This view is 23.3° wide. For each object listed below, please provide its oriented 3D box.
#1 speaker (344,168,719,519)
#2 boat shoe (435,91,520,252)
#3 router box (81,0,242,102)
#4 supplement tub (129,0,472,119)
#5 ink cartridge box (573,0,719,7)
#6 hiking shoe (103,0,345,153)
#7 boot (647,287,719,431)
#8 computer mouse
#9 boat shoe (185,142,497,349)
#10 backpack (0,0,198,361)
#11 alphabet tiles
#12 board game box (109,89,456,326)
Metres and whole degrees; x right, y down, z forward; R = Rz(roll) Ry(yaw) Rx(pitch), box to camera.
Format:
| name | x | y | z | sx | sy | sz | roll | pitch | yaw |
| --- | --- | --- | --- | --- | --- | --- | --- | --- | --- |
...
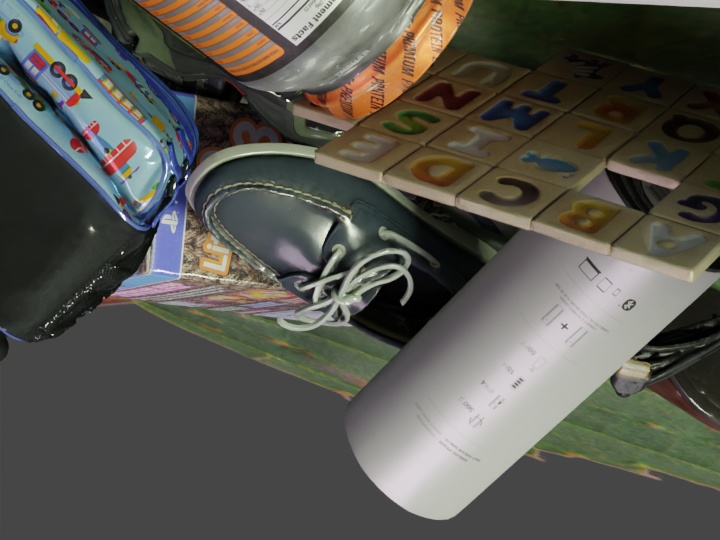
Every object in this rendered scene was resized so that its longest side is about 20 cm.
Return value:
| name | x | y | z | sx | sy | sz | roll | pitch | yaw |
| --- | --- | --- | --- | --- | --- | --- | --- | --- | --- |
| speaker | 0.080 | 0.033 | 0.831 | 0.081 | 0.081 | 0.200 | 32 | 122 | -17 |
| boat shoe | 0.073 | -0.060 | 0.865 | 0.070 | 0.072 | 0.201 | 22 | 171 | 18 |
| router box | -0.133 | -0.138 | 0.972 | 0.149 | 0.051 | 0.200 | 28 | 171 | -3 |
| supplement tub | -0.054 | -0.153 | 0.681 | 0.200 | 0.123 | 0.122 | 36 | 163 | -28 |
| ink cartridge box | 0.111 | -0.134 | 0.606 | 0.200 | 0.044 | 0.094 | 11 | 160 | 46 |
| hiking shoe | -0.018 | -0.113 | 0.830 | 0.199 | 0.076 | 0.101 | 18 | 150 | -31 |
| boot | 0.157 | 0.049 | 1.088 | 0.188 | 0.069 | 0.200 | 29 | 166 | -6 |
| computer mouse | 0.184 | 0.009 | 0.831 | 0.200 | 0.140 | 0.046 | 113 | 134 | -79 |
| boat shoe | 0.000 | 0.000 | 0.879 | 0.200 | 0.062 | 0.075 | 29 | 127 | -36 |
| backpack | -0.167 | -0.069 | 0.832 | 0.183 | 0.134 | 0.200 | 47 | -172 | -6 |
| alphabet tiles | 0.080 | -0.059 | 0.737 | 0.199 | 0.167 | 0.008 | 19 | 124 | 26 |
| board game box | -0.054 | -0.028 | 0.995 | 0.199 | 0.097 | 0.159 | 8 | 173 | -27 |
